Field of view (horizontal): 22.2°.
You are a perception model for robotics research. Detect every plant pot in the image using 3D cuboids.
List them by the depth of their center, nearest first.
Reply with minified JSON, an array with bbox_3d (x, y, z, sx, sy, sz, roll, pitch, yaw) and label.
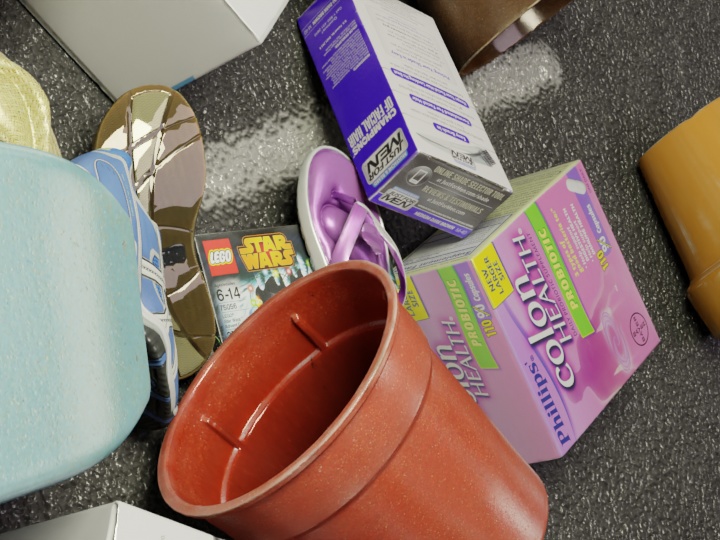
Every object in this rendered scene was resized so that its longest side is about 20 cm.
[{"bbox_3d":[-0.228,0.030,1.021,0.200,0.196,0.196,-5,88,-55],"label":"plant pot"},{"bbox_3d":[0.008,0.131,1.195,0.195,0.201,0.201,44,46,-25],"label":"plant pot"},{"bbox_3d":[0.098,-0.301,1.556,0.200,0.187,0.187,53,41,2],"label":"plant pot"},{"bbox_3d":[0.367,-0.066,1.741,0.200,0.200,0.183,-25,77,-50],"label":"plant pot"}]

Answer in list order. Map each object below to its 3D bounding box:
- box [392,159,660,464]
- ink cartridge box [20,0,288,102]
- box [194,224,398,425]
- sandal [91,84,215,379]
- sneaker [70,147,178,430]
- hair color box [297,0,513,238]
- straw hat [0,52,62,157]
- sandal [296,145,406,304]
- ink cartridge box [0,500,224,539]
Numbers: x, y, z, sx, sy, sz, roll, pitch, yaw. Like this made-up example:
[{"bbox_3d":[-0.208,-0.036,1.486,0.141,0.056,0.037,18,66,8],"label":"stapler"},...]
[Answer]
[{"bbox_3d":[0.133,0.035,1.488,0.200,0.097,0.176,-39,108,-48],"label":"box"},{"bbox_3d":[-0.125,-0.243,1.293,0.146,0.147,0.200,48,44,-22],"label":"ink cartridge box"},{"bbox_3d":[-0.045,0.036,1.344,0.200,0.040,0.137,-8,79,-49],"label":"box"},{"bbox_3d":[-0.144,-0.025,1.251,0.080,0.054,0.200,-10,98,-26],"label":"sandal"},{"bbox_3d":[-0.149,0.014,1.178,0.077,0.076,0.200,-54,141,-50],"label":"sneaker"},{"bbox_3d":[0.032,-0.129,1.431,0.109,0.065,0.200,20,36,-41],"label":"hair color box"},{"bbox_3d":[-0.238,-0.086,1.148,0.201,0.085,0.201,22,58,-41],"label":"straw hat"},{"bbox_3d":[0.005,0.001,1.344,0.082,0.050,0.203,7,66,-47],"label":"sandal"},{"bbox_3d":[-0.119,0.216,1.106,0.200,0.145,0.084,28,55,-38],"label":"ink cartridge box"}]
